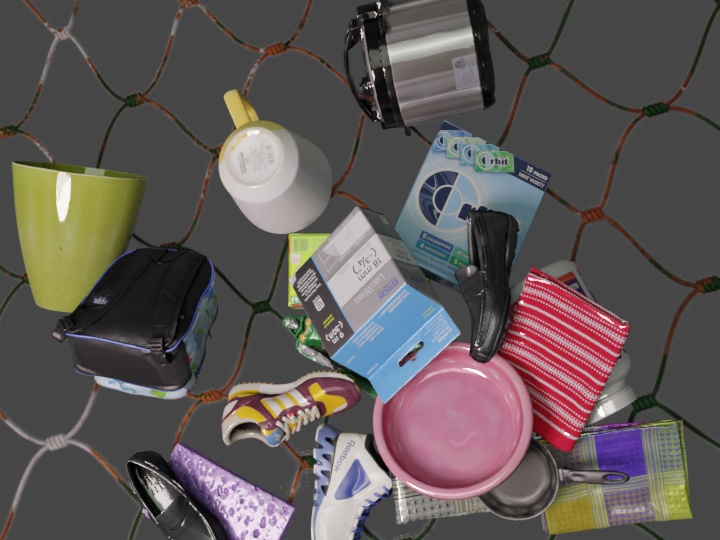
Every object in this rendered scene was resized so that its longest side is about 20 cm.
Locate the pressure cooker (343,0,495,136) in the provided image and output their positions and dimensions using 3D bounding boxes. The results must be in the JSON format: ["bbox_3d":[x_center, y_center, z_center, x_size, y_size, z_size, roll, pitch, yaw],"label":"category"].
[{"bbox_3d":[0.077,-0.291,1.145,0.198,0.179,0.177,-12,83,7],"label":"pressure cooker"}]

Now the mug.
[{"bbox_3d":[-0.142,-0.148,1.177,0.186,0.153,0.150,32,89,13],"label":"mug"}]

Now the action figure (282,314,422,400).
[{"bbox_3d":[-0.021,0.107,1.173,0.199,0.055,0.119,21,89,16],"label":"action figure"}]

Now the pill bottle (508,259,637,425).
[{"bbox_3d":[0.275,0.094,1.089,0.112,0.112,0.201,-28,78,5],"label":"pill bottle"}]

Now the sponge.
[{"bbox_3d":[-0.200,0.340,1.181,0.199,0.030,0.112,25,86,14],"label":"sponge"}]

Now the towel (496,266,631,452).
[{"bbox_3d":[0.235,0.114,1.035,0.144,0.022,0.201,33,124,29],"label":"towel"}]

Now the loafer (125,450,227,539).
[{"bbox_3d":[-0.254,0.333,1.141,0.068,0.070,0.201,-43,76,3],"label":"loafer"}]

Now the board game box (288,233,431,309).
[{"bbox_3d":[0.000,0.000,1.175,0.198,0.048,0.102,-1,82,5],"label":"board game box"}]

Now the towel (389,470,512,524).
[{"bbox_3d":[0.131,0.228,1.117,0.198,0.035,0.194,-6,79,-10],"label":"towel"}]

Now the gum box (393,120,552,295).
[{"bbox_3d":[0.145,-0.077,1.138,0.169,0.045,0.201,26,78,-1],"label":"gum box"}]

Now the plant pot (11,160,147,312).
[{"bbox_3d":[-0.413,-0.046,1.212,0.186,0.187,0.202,9,98,11],"label":"plant pot"}]

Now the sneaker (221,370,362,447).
[{"bbox_3d":[-0.094,0.199,1.143,0.198,0.075,0.090,-11,40,16],"label":"sneaker"}]

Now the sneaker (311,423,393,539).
[{"bbox_3d":[-0.003,0.308,1.125,0.114,0.081,0.201,-3,80,12],"label":"sneaker"}]

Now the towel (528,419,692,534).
[{"bbox_3d":[0.322,0.269,1.079,0.198,0.023,0.145,-8,101,8],"label":"towel"}]

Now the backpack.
[{"bbox_3d":[-0.293,0.071,1.165,0.181,0.148,0.201,8,43,9],"label":"backpack"}]

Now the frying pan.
[{"bbox_3d":[0.227,0.243,1.054,0.189,0.031,0.116,-28,86,19],"label":"frying pan"}]

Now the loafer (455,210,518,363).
[{"bbox_3d":[0.153,0.017,1.055,0.070,0.068,0.202,11,69,-4],"label":"loafer"}]

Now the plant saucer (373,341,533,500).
[{"bbox_3d":[0.116,0.190,1.050,0.199,0.051,0.202,-5,61,9],"label":"plant saucer"}]

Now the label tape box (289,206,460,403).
[{"bbox_3d":[0.013,0.042,1.047,0.144,0.063,0.201,-46,56,22],"label":"label tape box"}]
